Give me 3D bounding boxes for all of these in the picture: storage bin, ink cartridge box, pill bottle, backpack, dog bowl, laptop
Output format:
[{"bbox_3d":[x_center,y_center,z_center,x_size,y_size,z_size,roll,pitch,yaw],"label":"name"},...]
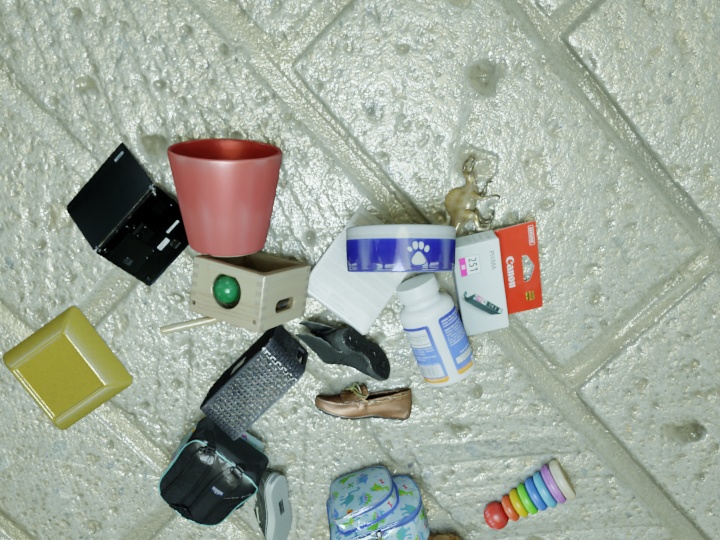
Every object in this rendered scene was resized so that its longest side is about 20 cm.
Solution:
[{"bbox_3d":[-0.205,0.213,1.185,0.200,0.135,0.094,-43,100,8],"label":"storage bin"},{"bbox_3d":[0.268,0.018,1.171,0.171,0.044,0.202,-13,118,3],"label":"ink cartridge box"},{"bbox_3d":[0.142,0.113,1.180,0.111,0.112,0.202,-22,101,4],"label":"pill bottle"},{"bbox_3d":[0.032,0.494,1.227,0.197,0.183,0.149,-16,103,-2],"label":"backpack"},{"bbox_3d":[0.072,-0.038,1.087,0.197,0.200,0.080,0,91,0],"label":"dog bowl"},{"bbox_3d":[-0.436,-0.105,1.179,0.177,0.104,0.200,-44,125,9],"label":"laptop"},{"bbox_3d":[0.000,0.000,1.198,0.160,0.050,0.201,36,81,-8],"label":"ink cartridge box"},{"bbox_3d":[-0.298,0.403,1.215,0.175,0.154,0.201,36,109,-9],"label":"backpack"}]

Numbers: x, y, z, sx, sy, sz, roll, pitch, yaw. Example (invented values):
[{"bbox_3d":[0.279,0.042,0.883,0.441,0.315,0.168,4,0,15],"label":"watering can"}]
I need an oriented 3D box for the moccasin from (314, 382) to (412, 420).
[{"bbox_3d":[0.007,0.262,1.232,0.198,0.074,0.079,2,93,2],"label":"moccasin"}]

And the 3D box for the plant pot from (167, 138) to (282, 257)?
[{"bbox_3d":[-0.242,-0.132,1.094,0.197,0.201,0.180,4,112,-1],"label":"plant pot"}]

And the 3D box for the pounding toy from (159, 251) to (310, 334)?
[{"bbox_3d":[-0.224,0.050,1.101,0.182,0.199,0.144,14,103,23],"label":"pounding toy"}]

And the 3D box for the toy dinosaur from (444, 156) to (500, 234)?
[{"bbox_3d":[0.207,-0.112,1.170,0.100,0.058,0.203,20,99,11],"label":"toy dinosaur"}]

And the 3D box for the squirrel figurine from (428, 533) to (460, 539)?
[{"bbox_3d":[0.162,0.657,1.290,0.197,0.142,0.189,-20,108,6],"label":"squirrel figurine"}]

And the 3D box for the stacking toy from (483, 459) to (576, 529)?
[{"bbox_3d":[0.351,0.486,1.288,0.199,0.085,0.086,-33,101,14],"label":"stacking toy"}]

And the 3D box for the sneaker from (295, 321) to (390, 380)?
[{"bbox_3d":[-0.032,0.163,1.214,0.103,0.061,0.200,-13,136,37],"label":"sneaker"}]

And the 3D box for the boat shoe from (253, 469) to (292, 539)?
[{"bbox_3d":[-0.191,0.510,1.293,0.063,0.070,0.203,13,113,30],"label":"boat shoe"}]

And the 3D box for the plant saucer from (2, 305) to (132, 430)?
[{"bbox_3d":[-0.602,0.209,1.227,0.199,0.048,0.201,-33,101,7],"label":"plant saucer"}]
